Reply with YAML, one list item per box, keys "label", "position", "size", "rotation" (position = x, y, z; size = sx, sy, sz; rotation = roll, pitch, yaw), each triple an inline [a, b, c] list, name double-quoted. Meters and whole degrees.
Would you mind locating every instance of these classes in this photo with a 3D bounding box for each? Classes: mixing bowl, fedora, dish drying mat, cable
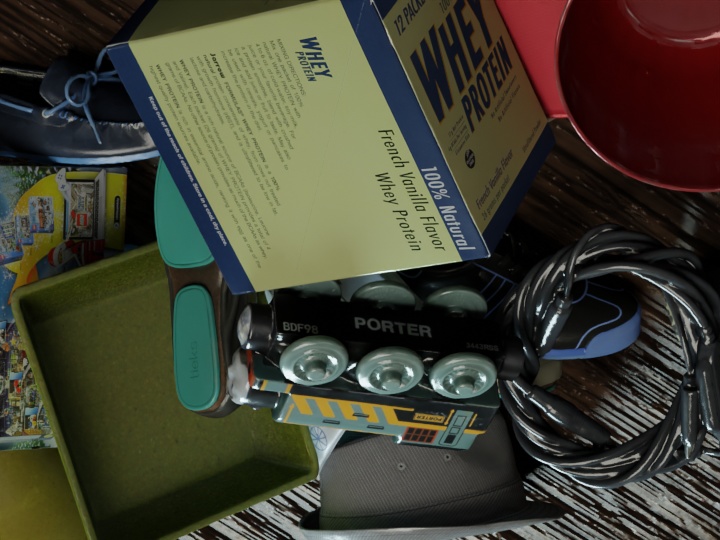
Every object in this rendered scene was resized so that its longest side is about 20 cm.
- label: "mixing bowl"
  position: [0.216, -0.161, 1.516]
  size: [0.200, 0.108, 0.201]
  rotation: [0, 126, 0]
- label: "fedora"
  position: [0.048, 0.149, 1.824]
  size: [0.199, 0.177, 0.091]
  rotation: [-8, 93, -5]
- label: "dish drying mat"
  position: [0.107, -0.184, 1.555]
  size: [0.077, 0.018, 0.200]
  rotation: [3, 128, 15]
- label: "cable"
  position: [0.171, 0.056, 1.681]
  size: [0.163, 0.051, 0.200]
  rotation: [-5, 118, 20]

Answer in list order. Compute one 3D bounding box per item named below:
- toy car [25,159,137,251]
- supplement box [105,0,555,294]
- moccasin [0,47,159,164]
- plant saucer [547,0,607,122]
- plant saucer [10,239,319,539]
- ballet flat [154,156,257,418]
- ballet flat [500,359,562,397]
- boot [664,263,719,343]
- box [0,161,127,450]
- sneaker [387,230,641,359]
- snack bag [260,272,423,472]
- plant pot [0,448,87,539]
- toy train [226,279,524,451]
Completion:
- label: "toy car"
  position: [-0.277, 0.043, 1.778]
  size: [0.184, 0.200, 0.177]
  rotation: [-19, 121, 29]
- label: "supplement box"
  position: [-0.016, -0.112, 1.564]
  size: [0.199, 0.134, 0.200]
  rotation: [-9, 121, 32]
- label: "moccasin"
  position: [-0.211, -0.116, 1.709]
  size: [0.199, 0.081, 0.068]
  rotation: [1, 115, 11]
- label: "plant saucer"
  position: [0.066, -0.177, 1.607]
  size: [0.200, 0.037, 0.201]
  rotation: [8, 131, 10]
- label: "plant saucer"
  position: [-0.144, 0.084, 1.713]
  size: [0.048, 0.199, 0.200]
  rotation: [-14, 95, 53]
- label: "ballet flat"
  position: [-0.103, 0.001, 1.693]
  size: [0.068, 0.068, 0.201]
  rotation: [1, 94, 36]
- label: "ballet flat"
  position: [0.051, 0.066, 1.798]
  size: [0.199, 0.070, 0.070]
  rotation: [-9, 125, 19]
- label: "boot"
  position: [0.321, 0.054, 1.698]
  size: [0.154, 0.074, 0.204]
  rotation: [-23, 112, 33]
- label: "box"
  position: [-0.233, 0.024, 1.710]
  size: [0.038, 0.136, 0.201]
  rotation: [7, 96, 50]
- label: "sneaker"
  position: [0.104, 0.008, 1.715]
  size: [0.199, 0.070, 0.078]
  rotation: [7, 132, -1]
- label: "snack bag"
  position: [-0.050, 0.026, 1.755]
  size: [0.189, 0.021, 0.200]
  rotation: [50, 132, 17]
- label: "plant pot"
  position: [-0.289, 0.205, 1.942]
  size: [0.200, 0.200, 0.142]
  rotation: [-13, 97, 25]
- label: "toy train"
  position: [0.008, 0.065, 1.645]
  size: [0.199, 0.085, 0.114]
  rotation: [6, 138, -17]
